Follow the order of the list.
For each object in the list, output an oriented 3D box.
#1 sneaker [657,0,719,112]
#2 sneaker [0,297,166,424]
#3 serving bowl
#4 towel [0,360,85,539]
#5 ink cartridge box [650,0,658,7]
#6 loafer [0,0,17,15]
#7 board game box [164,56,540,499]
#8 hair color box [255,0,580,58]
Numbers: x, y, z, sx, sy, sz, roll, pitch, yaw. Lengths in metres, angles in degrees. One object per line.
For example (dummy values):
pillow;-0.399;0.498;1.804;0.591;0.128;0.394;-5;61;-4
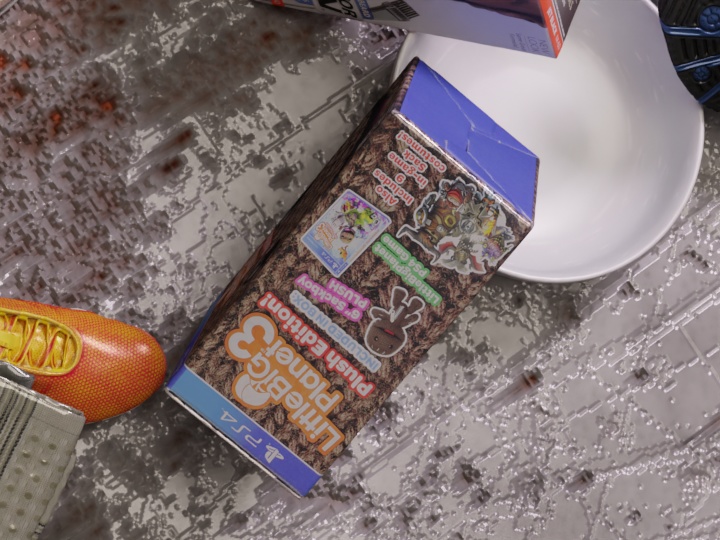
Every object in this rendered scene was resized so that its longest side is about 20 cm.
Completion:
sneaker;0.239;-0.138;1.463;0.200;0.076;0.077;34;30;-44
sneaker;-0.206;0.047;1.348;0.198;0.077;0.074;8;78;-15
serving bowl;0.105;-0.088;1.456;0.198;0.066;0.202;2;82;-14
towel;-0.270;0.124;1.315;0.192;0.035;0.201;25;99;-10
ink cartridge box;0.173;-0.280;1.492;0.145;0.083;0.201;24;76;-11
loafer;-0.261;-0.161;1.370;0.199;0.063;0.072;-28;90;-17
board game box;0.000;0.000;1.326;0.097;0.160;0.200;39;105;-5
hair color box;0.022;-0.192;1.375;0.199;0.111;0.064;12;64;22
